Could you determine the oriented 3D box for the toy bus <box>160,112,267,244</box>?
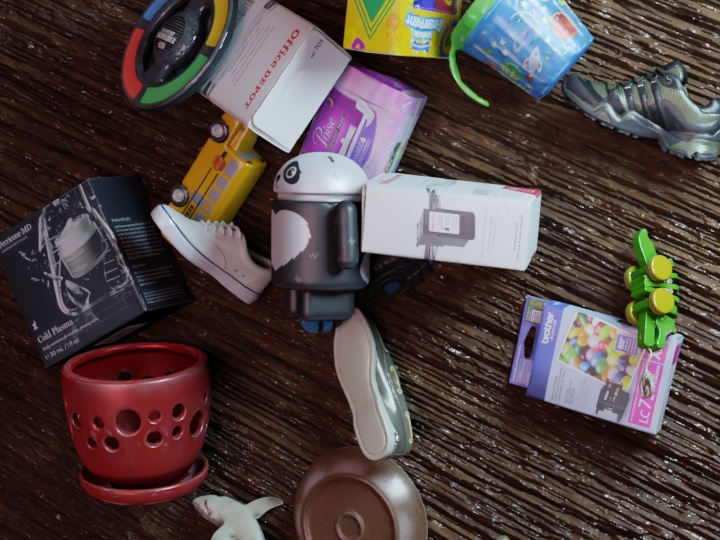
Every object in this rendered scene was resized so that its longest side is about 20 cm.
[{"bbox_3d":[-0.191,-0.117,1.852,0.078,0.065,0.201,41,111,15],"label":"toy bus"}]

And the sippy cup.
[{"bbox_3d":[0.195,-0.277,1.621,0.130,0.140,0.178,44,138,4],"label":"sippy cup"}]

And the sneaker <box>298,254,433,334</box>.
[{"bbox_3d":[0.000,0.000,1.770,0.198,0.073,0.083,-26,50,11],"label":"sneaker"}]

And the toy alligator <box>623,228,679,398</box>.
[{"bbox_3d":[0.345,0.051,1.605,0.059,0.054,0.203,144,130,-61],"label":"toy alligator"}]

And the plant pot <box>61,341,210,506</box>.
[{"bbox_3d":[-0.300,0.207,1.873,0.198,0.200,0.185,6,104,24],"label":"plant pot"}]

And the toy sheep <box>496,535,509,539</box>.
[{"bbox_3d":[0.202,0.419,1.694,0.136,0.138,0.202,-15,106,26],"label":"toy sheep"}]

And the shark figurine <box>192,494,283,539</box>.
[{"bbox_3d":[-0.154,0.394,1.879,0.126,0.216,0.090,-12,133,-2],"label":"shark figurine"}]

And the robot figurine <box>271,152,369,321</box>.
[{"bbox_3d":[-0.050,-0.041,1.677,0.148,0.124,0.203,3,95,25],"label":"robot figurine"}]

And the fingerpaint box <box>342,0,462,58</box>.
[{"bbox_3d":[0.059,-0.338,1.632,0.073,0.200,0.169,10,100,23],"label":"fingerpaint box"}]

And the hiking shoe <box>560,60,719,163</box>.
[{"bbox_3d":[0.331,-0.199,1.599,0.198,0.076,0.102,24,97,12],"label":"hiking shoe"}]

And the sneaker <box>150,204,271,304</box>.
[{"bbox_3d":[-0.189,-0.037,1.816,0.071,0.200,0.073,-46,38,6],"label":"sneaker"}]

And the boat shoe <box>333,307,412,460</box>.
[{"bbox_3d":[0.018,0.145,1.784,0.072,0.060,0.204,-31,64,39],"label":"boat shoe"}]

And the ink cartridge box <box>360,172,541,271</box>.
[{"bbox_3d":[0.109,-0.060,1.651,0.197,0.145,0.085,7,101,12],"label":"ink cartridge box"}]

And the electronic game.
[{"bbox_3d":[-0.230,-0.292,1.752,0.198,0.041,0.202,-21,54,32],"label":"electronic game"}]

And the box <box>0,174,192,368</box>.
[{"bbox_3d":[-0.372,0.000,1.923,0.199,0.124,0.198,-28,82,25],"label":"box"}]

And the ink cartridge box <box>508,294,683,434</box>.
[{"bbox_3d":[0.277,0.111,1.673,0.198,0.042,0.121,16,103,25],"label":"ink cartridge box"}]

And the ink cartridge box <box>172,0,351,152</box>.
[{"bbox_3d":[-0.127,-0.258,1.733,0.200,0.086,0.147,37,93,43],"label":"ink cartridge box"}]

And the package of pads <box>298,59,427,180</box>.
[{"bbox_3d":[-0.010,-0.157,1.755,0.120,0.076,0.202,29,108,16],"label":"package of pads"}]

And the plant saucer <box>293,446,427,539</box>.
[{"bbox_3d":[-0.008,0.337,1.837,0.198,0.037,0.203,4,99,25],"label":"plant saucer"}]
